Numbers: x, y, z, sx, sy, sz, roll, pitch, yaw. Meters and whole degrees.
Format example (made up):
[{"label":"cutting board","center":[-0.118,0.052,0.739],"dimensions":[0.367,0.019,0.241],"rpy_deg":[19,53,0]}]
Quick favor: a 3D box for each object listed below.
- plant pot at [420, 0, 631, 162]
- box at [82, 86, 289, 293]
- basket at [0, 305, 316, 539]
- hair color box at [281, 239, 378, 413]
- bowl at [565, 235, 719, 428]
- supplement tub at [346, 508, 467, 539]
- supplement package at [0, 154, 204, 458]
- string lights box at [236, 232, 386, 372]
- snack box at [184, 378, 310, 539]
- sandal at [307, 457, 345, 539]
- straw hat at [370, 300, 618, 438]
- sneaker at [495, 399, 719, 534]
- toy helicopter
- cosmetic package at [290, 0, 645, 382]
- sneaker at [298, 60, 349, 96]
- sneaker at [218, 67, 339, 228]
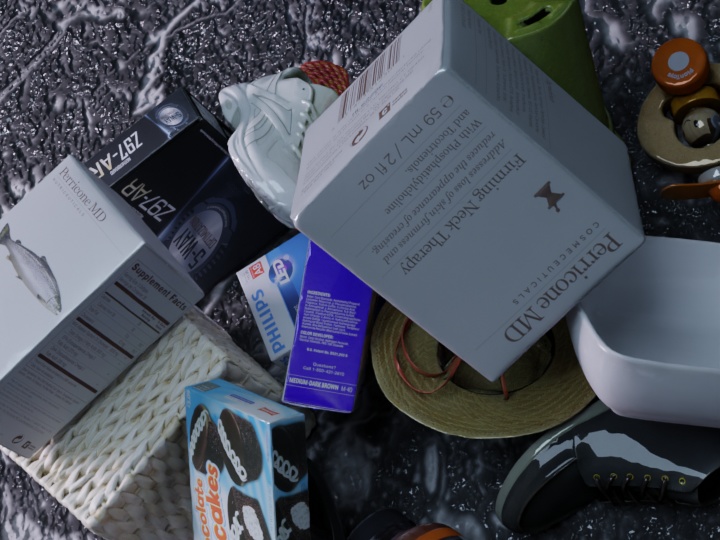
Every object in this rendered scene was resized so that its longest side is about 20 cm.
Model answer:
[{"label":"plant pot","center":[0.120,-0.151,1.480],"dimensions":[0.199,0.190,0.200],"rpy_deg":[-5,42,5]},{"label":"box","center":[-0.163,-0.059,1.623],"dimensions":[0.160,0.200,0.044],"rpy_deg":[-37,54,8]},{"label":"basket","center":[-0.177,0.130,1.549],"dimensions":[0.161,0.200,0.198],"rpy_deg":[38,87,30]},{"label":"hair color box","center":[-0.015,0.014,1.491],"dimensions":[0.065,0.109,0.201],"rpy_deg":[8,89,3]},{"label":"bowl","center":[0.249,0.051,1.363],"dimensions":[0.199,0.075,0.200],"rpy_deg":[5,30,-7]},{"label":"supplement tub","center":[0.073,0.268,1.403],"dimensions":[0.200,0.107,0.107],"rpy_deg":[37,87,35]},{"label":"supplement package","center":[-0.248,0.030,1.437],"dimensions":[0.200,0.117,0.117],"rpy_deg":[-44,60,0]},{"label":"string lights box","center":[0.000,0.000,1.595],"dimensions":[0.200,0.059,0.103],"rpy_deg":[-32,58,11]},{"label":"snack box","center":[-0.087,0.194,1.408],"dimensions":[0.116,0.037,0.201],"rpy_deg":[16,114,49]},{"label":"sandal","center":[-0.045,0.229,1.430],"dimensions":[0.075,0.048,0.201],"rpy_deg":[-49,48,40]},{"label":"straw hat","center":[0.112,0.075,1.480],"dimensions":[0.200,0.085,0.201],"rpy_deg":[-4,55,6]},{"label":"sneaker","center":[0.203,0.161,1.400],"dimensions":[0.200,0.075,0.106],"rpy_deg":[-38,52,6]},{"label":"toy helicopter","center":[0.322,-0.109,1.467],"dimensions":[0.200,0.079,0.133],"rpy_deg":[8,70,25]},{"label":"cosmetic package","center":[0.080,-0.066,1.341],"dimensions":[0.167,0.200,0.166],"rpy_deg":[-45,18,22]},{"label":"sneaker","center":[-0.035,-0.103,1.638],"dimensions":[0.073,0.077,0.200],"rpy_deg":[7,47,1]},{"label":"sneaker","center":[-0.060,-0.118,1.540],"dimensions":[0.099,0.078,0.200],"rpy_deg":[-30,40,8]}]
